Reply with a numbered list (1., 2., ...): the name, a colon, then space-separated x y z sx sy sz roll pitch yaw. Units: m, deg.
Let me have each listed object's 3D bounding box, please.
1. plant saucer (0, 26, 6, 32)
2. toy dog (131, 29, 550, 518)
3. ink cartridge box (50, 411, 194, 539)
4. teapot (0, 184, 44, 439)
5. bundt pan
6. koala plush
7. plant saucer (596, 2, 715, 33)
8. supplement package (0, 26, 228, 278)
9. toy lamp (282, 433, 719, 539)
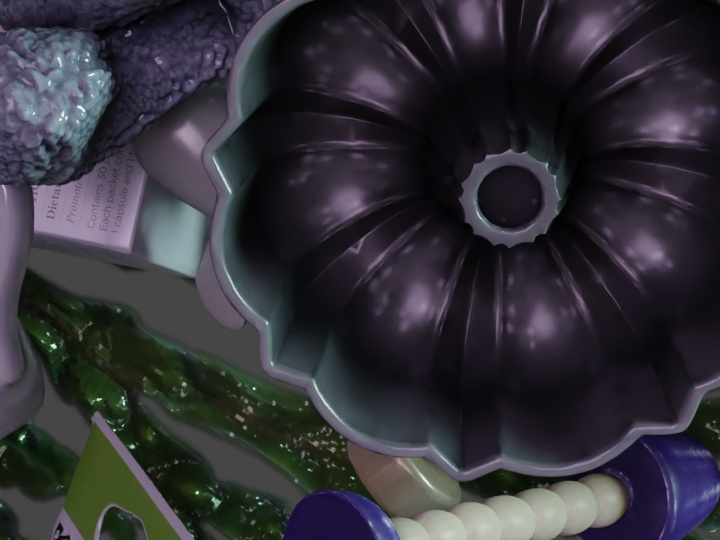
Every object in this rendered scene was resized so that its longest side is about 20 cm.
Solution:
1. plant saucer: -0.132 -0.145 0.747 0.199 0.032 0.201 -1 86 7
2. toy dog: 0.000 0.000 0.770 0.131 0.096 0.201 -22 104 5
3. ink cartridge box: -0.080 0.177 0.738 0.075 0.148 0.201 15 102 -28
4. teapot: -0.223 0.033 0.734 0.200 0.197 0.147 -31 91 -23
5. bundt pan: 0.049 -0.035 0.667 0.201 0.076 0.203 1 109 2
6. koala plush: -0.084 -0.158 0.611 0.183 0.200 0.178 -29 73 -9
7. plant saucer: 0.125 -0.159 0.763 0.199 0.049 0.200 15 59 24
8. supplement package: -0.162 -0.073 0.820 0.199 0.110 0.114 11 86 11
9. toy lamp: 0.063 0.092 0.730 0.058 0.199 0.059 7 101 44
